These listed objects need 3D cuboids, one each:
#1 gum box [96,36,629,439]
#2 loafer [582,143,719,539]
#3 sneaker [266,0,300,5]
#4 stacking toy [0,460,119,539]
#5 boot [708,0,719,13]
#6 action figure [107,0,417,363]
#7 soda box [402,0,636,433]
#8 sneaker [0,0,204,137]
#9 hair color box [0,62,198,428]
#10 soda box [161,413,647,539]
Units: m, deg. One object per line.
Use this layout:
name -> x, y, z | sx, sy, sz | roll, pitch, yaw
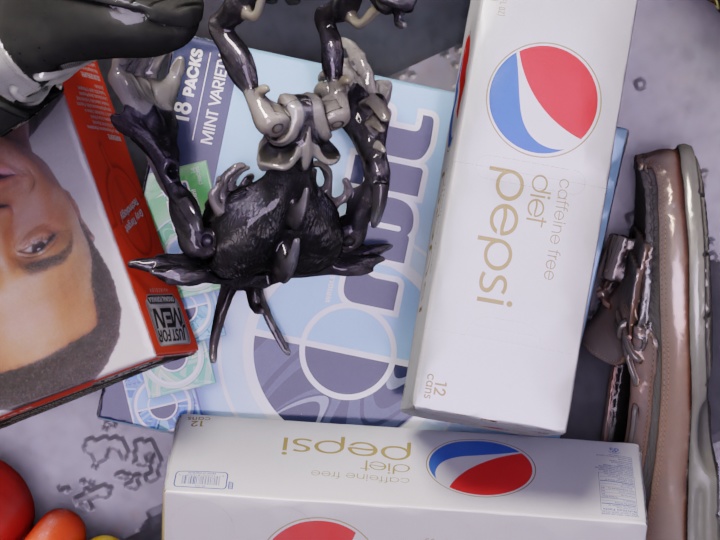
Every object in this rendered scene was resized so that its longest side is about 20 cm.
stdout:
gum box -> 0.000, 0.000, 1.093 | 0.200, 0.045, 0.170 | 11, 94, -4
loafer -> 0.123, 0.046, 1.093 | 0.063, 0.072, 0.200 | -3, 98, 5
sneaker -> 0.019, -0.184, 1.032 | 0.200, 0.085, 0.078 | -29, 51, 10
stacking toy -> -0.111, 0.152, 1.090 | 0.200, 0.085, 0.085 | 34, 93, 0
boot -> 0.163, -0.138, 1.028 | 0.073, 0.151, 0.200 | -39, 102, 7
action figure -> -0.035, -0.063, 1.017 | 0.119, 0.102, 0.200 | 0, 128, -21
soda box -> 0.066, -0.036, 1.026 | 0.064, 0.068, 0.200 | 9, 85, -2
sneaker -> -0.147, -0.079, 0.981 | 0.200, 0.074, 0.089 | 4, 101, 30
hair color box -> -0.152, -0.042, 1.050 | 0.101, 0.061, 0.200 | -22, 86, 12
soda box -> 0.017, 0.110, 1.054 | 0.200, 0.064, 0.068 | 4, 118, 1
